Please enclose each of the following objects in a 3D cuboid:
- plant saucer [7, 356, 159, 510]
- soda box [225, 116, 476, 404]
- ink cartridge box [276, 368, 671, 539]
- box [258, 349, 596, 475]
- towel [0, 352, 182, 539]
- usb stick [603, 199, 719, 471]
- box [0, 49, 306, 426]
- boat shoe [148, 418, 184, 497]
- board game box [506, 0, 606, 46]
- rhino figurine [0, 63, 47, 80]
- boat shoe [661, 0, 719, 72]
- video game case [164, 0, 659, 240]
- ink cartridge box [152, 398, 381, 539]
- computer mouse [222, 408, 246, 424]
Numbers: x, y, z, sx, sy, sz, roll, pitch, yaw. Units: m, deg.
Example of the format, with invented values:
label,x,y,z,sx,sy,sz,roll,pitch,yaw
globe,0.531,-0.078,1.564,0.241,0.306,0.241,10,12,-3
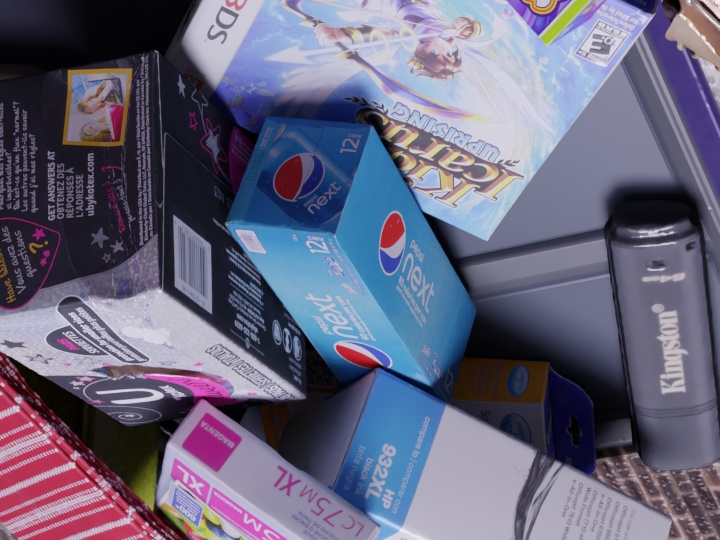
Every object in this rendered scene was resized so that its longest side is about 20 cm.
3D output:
label,x,y,z,sx,sy,sz,roll,pitch,yaw
plant saucer,-0.219,0.058,1.268,0.199,0.048,0.201,9,114,5
soda box,0.000,0.000,1.144,0.064,0.068,0.200,7,154,24
ink cartridge box,0.054,0.149,1.229,0.200,0.084,0.145,27,154,-14
box,0.042,0.105,1.302,0.199,0.042,0.119,4,135,14
towel,-0.176,0.126,1.217,0.200,0.022,0.145,47,146,-11
usb stick,0.174,0.041,1.210,0.055,0.033,0.200,0,134,15
box,-0.116,-0.008,1.106,0.114,0.133,0.200,-9,159,17
boat shoe,-0.207,0.112,1.352,0.199,0.066,0.075,9,137,6
board game box,0.105,-0.213,0.927,0.135,0.045,0.200,48,132,5
rhino figurine,-0.244,-0.083,1.174,0.199,0.060,0.088,7,139,9
boat shoe,0.181,-0.132,1.014,0.072,0.076,0.200,-14,120,31
video game case,0.020,-0.121,1.079,0.200,0.046,0.181,24,136,-10
ink cartridge box,-0.061,0.157,1.198,0.119,0.042,0.200,35,154,9
computer mouse,-0.081,0.107,1.326,0.034,0.059,0.200,-4,137,-6
